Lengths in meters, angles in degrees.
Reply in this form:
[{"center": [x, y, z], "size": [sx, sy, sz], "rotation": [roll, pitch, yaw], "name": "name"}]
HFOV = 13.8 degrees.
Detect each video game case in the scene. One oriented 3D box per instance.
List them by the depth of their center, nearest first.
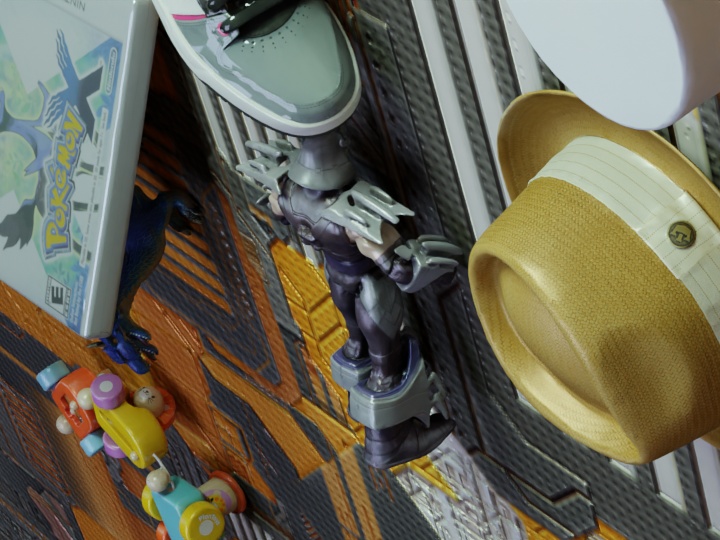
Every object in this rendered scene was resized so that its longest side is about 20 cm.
[{"center": [-0.184, -0.086, 1.706], "size": [0.182, 0.022, 0.201], "rotation": [31, 118, 46], "name": "video game case"}]

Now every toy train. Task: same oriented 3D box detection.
[{"center": [-0.142, 0.130, 2.046], "size": [0.200, 0.056, 0.150], "rotation": [54, 160, 8], "name": "toy train"}]

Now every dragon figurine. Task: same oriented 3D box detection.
[{"center": [-0.163, -0.037, 1.764], "size": [0.200, 0.099, 0.059], "rotation": [55, 159, -1], "name": "dragon figurine"}]

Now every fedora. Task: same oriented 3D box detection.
[{"center": [0.109, 0.019, 1.296], "size": [0.201, 0.082, 0.201], "rotation": [44, 158, 24], "name": "fedora"}]

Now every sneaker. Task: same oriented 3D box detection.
[{"center": [-0.066, -0.161, 1.404], "size": [0.200, 0.083, 0.121], "rotation": [51, 168, 10], "name": "sneaker"}]

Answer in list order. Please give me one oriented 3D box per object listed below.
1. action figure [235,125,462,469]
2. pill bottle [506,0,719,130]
[{"center": [0.000, 0.000, 1.529], "size": [0.130, 0.069, 0.201], "rotation": [41, 153, 48], "name": "action figure"}, {"center": [0.136, -0.127, 0.853], "size": [0.112, 0.200, 0.112], "rotation": [43, 156, 25], "name": "pill bottle"}]
